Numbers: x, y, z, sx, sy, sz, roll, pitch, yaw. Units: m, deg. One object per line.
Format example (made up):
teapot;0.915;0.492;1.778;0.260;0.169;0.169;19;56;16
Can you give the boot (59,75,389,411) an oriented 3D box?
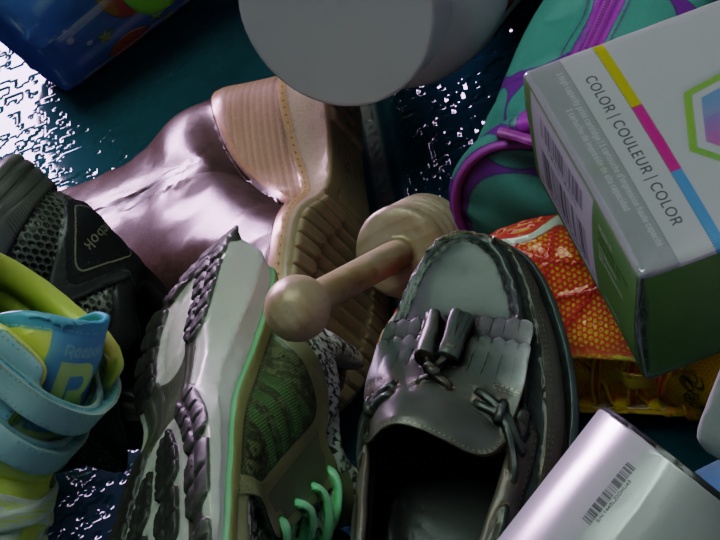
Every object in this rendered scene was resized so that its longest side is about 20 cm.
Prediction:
boot;-0.074;0.009;0.922;0.166;0.072;0.201;-24;39;22

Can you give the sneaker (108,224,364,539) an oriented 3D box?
sneaker;-0.030;0.072;0.736;0.077;0.088;0.201;-49;24;39

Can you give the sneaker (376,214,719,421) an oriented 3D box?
sneaker;0.097;0.020;0.795;0.199;0.073;0.078;-16;46;15

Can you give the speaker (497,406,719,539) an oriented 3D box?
speaker;0.040;0.142;0.638;0.200;0.081;0.081;-52;42;0

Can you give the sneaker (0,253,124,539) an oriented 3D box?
sneaker;-0.123;0.084;0.739;0.130;0.079;0.201;-31;76;23

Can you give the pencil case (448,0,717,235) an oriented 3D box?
pencil case;0.103;-0.090;0.895;0.084;0.093;0.201;10;52;19

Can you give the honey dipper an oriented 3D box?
honey dipper;0.000;0.000;0.808;0.038;0.038;0.200;-11;4;17

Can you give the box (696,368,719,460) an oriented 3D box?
box;0.231;0.011;0.582;0.199;0.132;0.198;30;29;26

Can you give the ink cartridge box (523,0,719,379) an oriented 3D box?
ink cartridge box;0.167;-0.049;0.756;0.199;0.060;0.104;-20;50;-6

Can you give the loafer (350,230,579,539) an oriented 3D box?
loafer;0.029;0.074;0.730;0.071;0.063;0.202;-6;65;25

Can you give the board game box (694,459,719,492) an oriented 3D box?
board game box;0.141;0.141;0.666;0.158;0.039;0.200;-45;40;-11

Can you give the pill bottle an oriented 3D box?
pill bottle;0.024;-0.147;0.942;0.111;0.113;0.200;-4;24;24

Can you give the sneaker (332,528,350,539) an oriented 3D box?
sneaker;-0.048;0.152;0.725;0.089;0.079;0.201;-5;44;19

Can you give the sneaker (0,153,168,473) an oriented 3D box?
sneaker;-0.137;0.063;0.846;0.200;0.114;0.076;-56;-1;24

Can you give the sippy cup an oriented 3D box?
sippy cup;-0.137;-0.166;1.091;0.140;0.178;0.130;44;82;4
